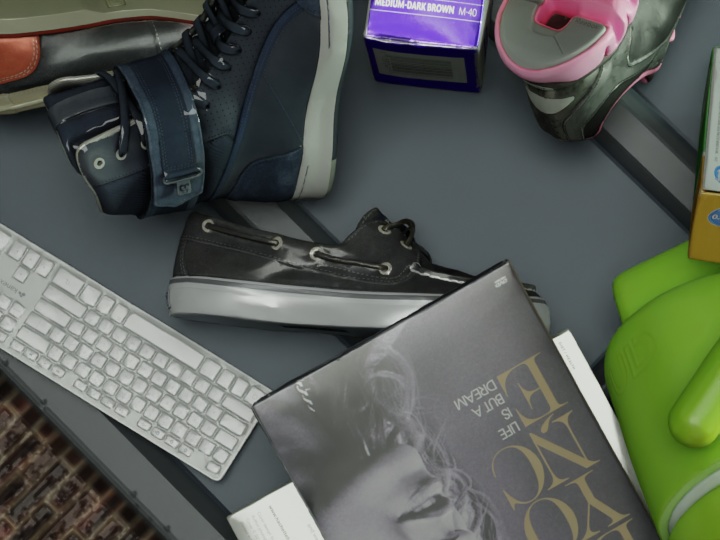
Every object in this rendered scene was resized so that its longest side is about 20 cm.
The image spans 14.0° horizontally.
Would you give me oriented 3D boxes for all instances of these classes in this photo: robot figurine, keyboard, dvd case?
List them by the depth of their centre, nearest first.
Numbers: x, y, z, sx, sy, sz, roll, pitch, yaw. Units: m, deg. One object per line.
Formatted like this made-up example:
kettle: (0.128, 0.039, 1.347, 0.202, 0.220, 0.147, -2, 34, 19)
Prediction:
robot figurine: (0.190, 0.081, 1.441, 0.115, 0.176, 0.200, -24, 56, 11)
dvd case: (0.058, 0.118, 1.463, 0.148, 0.016, 0.200, -29, 96, 0)
keyboard: (-0.143, 0.036, 1.538, 0.200, 0.011, 0.056, 31, 85, 7)

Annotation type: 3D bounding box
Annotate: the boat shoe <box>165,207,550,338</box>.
boat shoe: (0.000, 0.000, 1.510, 0.199, 0.070, 0.067, 4, 83, 12)

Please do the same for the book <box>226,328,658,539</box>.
book: (0.050, 0.136, 1.495, 0.200, 0.048, 0.134, -28, 85, 0)

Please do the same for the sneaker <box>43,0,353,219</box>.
sneaker: (-0.083, -0.110, 1.455, 0.146, 0.203, 0.077, -7, 39, -15)

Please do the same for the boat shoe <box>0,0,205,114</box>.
boat shoe: (-0.110, -0.119, 1.532, 0.199, 0.071, 0.063, -6, 119, -11)

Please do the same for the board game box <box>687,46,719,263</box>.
board game box: (0.267, -0.046, 1.459, 0.199, 0.153, 0.040, 9, 123, 5)

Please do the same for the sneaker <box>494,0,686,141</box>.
sneaker: (0.143, -0.147, 1.520, 0.079, 0.096, 0.200, 22, 59, 35)

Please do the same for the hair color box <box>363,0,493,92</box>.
hair color box: (0.046, -0.202, 1.511, 0.065, 0.109, 0.201, 6, 83, 4)
